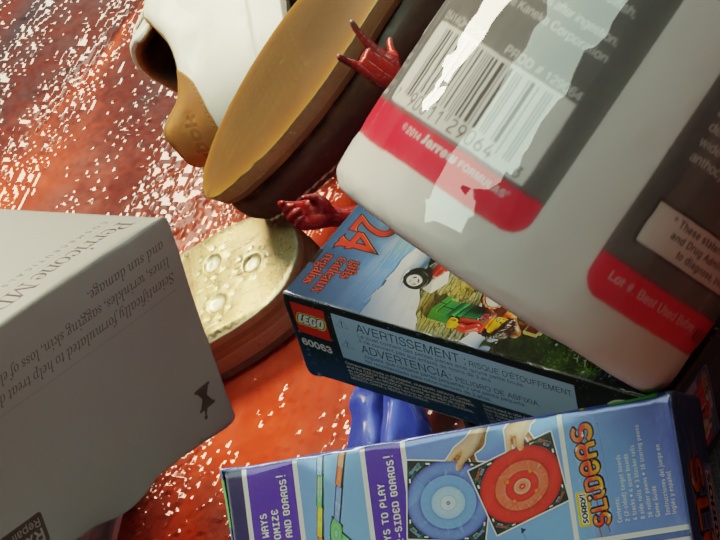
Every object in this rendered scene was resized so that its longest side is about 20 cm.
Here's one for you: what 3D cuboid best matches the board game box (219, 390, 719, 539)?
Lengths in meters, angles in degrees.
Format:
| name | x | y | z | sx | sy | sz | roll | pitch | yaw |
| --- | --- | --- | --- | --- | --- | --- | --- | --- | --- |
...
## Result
| name | x | y | z | sx | sy | sz | roll | pitch | yaw |
| --- | --- | --- | --- | --- | --- | --- | --- | --- | --- |
| board game box | 0.040 | 0.142 | 0.774 | 0.135 | 0.034 | 0.200 | -10 | 81 | 20 |

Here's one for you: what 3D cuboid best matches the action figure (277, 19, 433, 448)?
| name | x | y | z | sx | sy | sz | roll | pitch | yaw |
| --- | --- | --- | --- | --- | --- | --- | --- | --- | --- |
| action figure | 0.000 | 0.000 | 0.968 | 0.200 | 0.099 | 0.065 | -63 | 13 | -22 |

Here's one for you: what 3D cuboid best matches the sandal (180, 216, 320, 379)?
| name | x | y | z | sx | sy | sz | roll | pitch | yaw |
| --- | --- | --- | --- | --- | --- | --- | --- | --- | --- |
| sandal | -0.117 | 0.034 | 1.066 | 0.212 | 0.070 | 0.078 | -35 | 41 | 15 |

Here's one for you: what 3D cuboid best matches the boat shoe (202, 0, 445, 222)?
| name | x | y | z | sx | sy | sz | roll | pitch | yaw |
| --- | --- | --- | --- | --- | --- | --- | --- | --- | --- |
| boat shoe | 0.021 | -0.091 | 1.021 | 0.200 | 0.070 | 0.070 | -51 | 28 | 23 |

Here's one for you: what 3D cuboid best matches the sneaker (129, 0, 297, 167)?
| name | x | y | z | sx | sy | sz | roll | pitch | yaw |
| --- | --- | --- | --- | --- | --- | --- | --- | --- | --- |
| sneaker | -0.062 | -0.127 | 1.145 | 0.085 | 0.073 | 0.200 | -26 | 46 | 20 |

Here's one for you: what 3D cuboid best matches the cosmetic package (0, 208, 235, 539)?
| name | x | y | z | sx | sy | sz | roll | pitch | yaw |
| --- | --- | --- | --- | --- | --- | --- | --- | --- | --- |
| cosmetic package | -0.154 | 0.035 | 0.921 | 0.200 | 0.081 | 0.113 | 1 | 28 | 41 |

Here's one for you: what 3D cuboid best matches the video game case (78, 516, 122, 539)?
| name | x | y | z | sx | sy | sz | roll | pitch | yaw |
| --- | --- | --- | --- | --- | --- | --- | --- | --- | --- |
| video game case | -0.154 | 0.067 | 1.034 | 0.200 | 0.023 | 0.182 | 26 | 107 | 45 |

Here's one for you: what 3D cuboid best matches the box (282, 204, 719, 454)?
| name | x | y | z | sx | sy | sz | roll | pitch | yaw |
| --- | --- | --- | --- | --- | --- | --- | --- | --- | --- |
| box | 0.088 | -0.029 | 0.893 | 0.137 | 0.038 | 0.200 | 15 | 50 | 33 |

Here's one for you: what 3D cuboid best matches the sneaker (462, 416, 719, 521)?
| name | x | y | z | sx | sy | sz | roll | pitch | yaw |
| --- | --- | --- | --- | --- | --- | --- | --- | --- | --- |
| sneaker | 0.091 | 0.061 | 0.878 | 0.090 | 0.078 | 0.200 | -29 | 42 | -8 |

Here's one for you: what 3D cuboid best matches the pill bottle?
| name | x | y | z | sx | sy | sz | roll | pitch | yaw |
| --- | --- | --- | --- | --- | --- | --- | --- | --- | --- |
| pill bottle | 0.091 | -0.077 | 0.768 | 0.200 | 0.111 | 0.111 | -56 | 40 | 3 |
